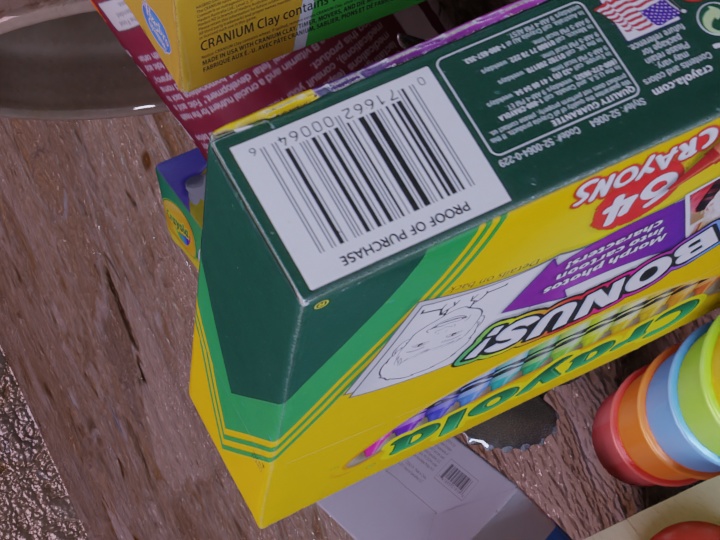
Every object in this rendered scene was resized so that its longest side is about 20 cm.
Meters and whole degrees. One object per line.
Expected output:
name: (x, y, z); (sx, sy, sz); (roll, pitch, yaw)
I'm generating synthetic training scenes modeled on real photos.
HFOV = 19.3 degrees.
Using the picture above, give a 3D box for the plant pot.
plant pot: (-0.120, -0.179, 1.007); (0.200, 0.200, 0.175); (142, 120, -73)

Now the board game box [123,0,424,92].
board game box: (-0.032, -0.156, 0.671); (0.200, 0.153, 0.040); (54, 159, 35)

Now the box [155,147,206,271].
box: (0.000, 0.000, 0.952); (0.200, 0.117, 0.048); (51, 159, 41)

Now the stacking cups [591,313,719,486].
stacking cups: (0.124, 0.049, 0.730); (0.061, 0.060, 0.200); (64, 164, 8)

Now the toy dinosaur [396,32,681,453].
toy dinosaur: (0.050, 0.002, 0.775); (0.200, 0.102, 0.077); (53, -170, -44)

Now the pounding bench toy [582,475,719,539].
pounding bench toy: (0.120, 0.188, 0.657); (0.200, 0.124, 0.156); (54, 164, 48)

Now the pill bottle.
pill bottle: (-0.020, -0.082, 0.850); (0.200, 0.114, 0.114); (55, 168, -18)

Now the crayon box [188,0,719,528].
crayon box: (0.052, -0.014, 0.622); (0.058, 0.200, 0.173); (60, 163, 20)

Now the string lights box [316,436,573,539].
string lights box: (0.080, 0.147, 0.867); (0.200, 0.059, 0.103); (46, 174, -28)
